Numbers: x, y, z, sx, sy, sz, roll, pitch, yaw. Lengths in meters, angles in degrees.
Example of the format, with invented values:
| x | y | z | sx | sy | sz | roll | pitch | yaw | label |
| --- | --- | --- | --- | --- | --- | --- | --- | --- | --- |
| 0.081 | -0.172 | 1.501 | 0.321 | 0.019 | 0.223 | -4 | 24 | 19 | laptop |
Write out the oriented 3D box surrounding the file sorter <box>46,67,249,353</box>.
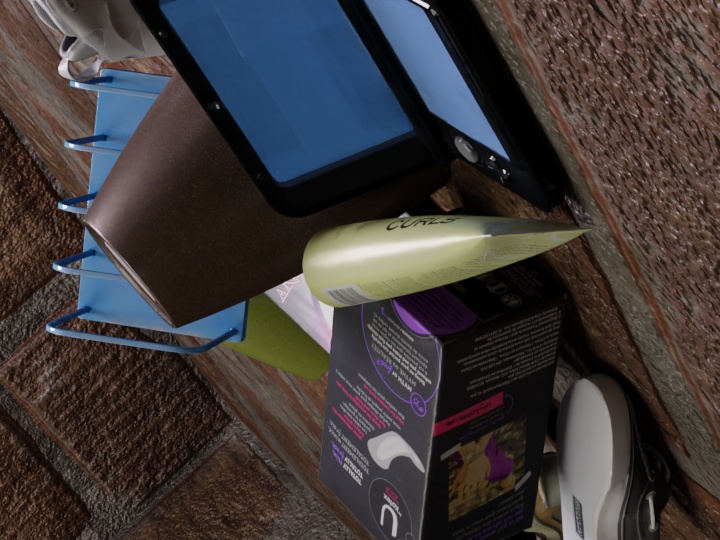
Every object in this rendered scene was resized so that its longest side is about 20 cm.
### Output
| x | y | z | sx | sy | sz | roll | pitch | yaw | label |
| --- | --- | --- | --- | --- | --- | --- | --- | --- | --- |
| -0.158 | -0.046 | 1.595 | 0.137 | 0.202 | 0.123 | 8 | -172 | 9 | file sorter |

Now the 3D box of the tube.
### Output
| x | y | z | sx | sy | sz | roll | pitch | yaw | label |
| --- | --- | --- | --- | --- | --- | --- | --- | --- | --- |
| 0.043 | -0.012 | 1.221 | 0.052 | 0.058 | 0.199 | 49 | 150 | -21 | tube |

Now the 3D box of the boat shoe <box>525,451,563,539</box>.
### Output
| x | y | z | sx | sy | sz | roll | pitch | yaw | label |
| --- | --- | --- | --- | --- | --- | --- | --- | --- | --- |
| 0.164 | 0.168 | 1.570 | 0.200 | 0.076 | 0.072 | 12 | -115 | -73 | boat shoe |

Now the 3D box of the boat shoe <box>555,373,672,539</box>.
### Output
| x | y | z | sx | sy | sz | roll | pitch | yaw | label |
| --- | --- | --- | --- | --- | --- | --- | --- | --- | --- |
| 0.180 | 0.146 | 1.422 | 0.072 | 0.067 | 0.201 | 49 | 152 | 49 | boat shoe |

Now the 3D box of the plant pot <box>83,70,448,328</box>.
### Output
| x | y | z | sx | sy | sz | roll | pitch | yaw | label |
| --- | --- | --- | --- | --- | --- | --- | --- | --- | --- |
| -0.077 | -0.063 | 1.356 | 0.187 | 0.200 | 0.187 | 47 | 170 | 11 | plant pot |

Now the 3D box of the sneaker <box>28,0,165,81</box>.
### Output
| x | y | z | sx | sy | sz | roll | pitch | yaw | label |
| --- | --- | --- | --- | --- | --- | --- | --- | --- | --- |
| -0.154 | -0.213 | 1.256 | 0.075 | 0.114 | 0.201 | 32 | 140 | 57 | sneaker |

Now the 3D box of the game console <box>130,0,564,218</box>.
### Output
| x | y | z | sx | sy | sz | roll | pitch | yaw | label |
| --- | --- | --- | --- | --- | --- | --- | --- | --- | --- |
| -0.007 | -0.098 | 1.147 | 0.176 | 0.116 | 0.200 | 38 | 166 | 51 | game console |

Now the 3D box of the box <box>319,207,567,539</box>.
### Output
| x | y | z | sx | sy | sz | roll | pitch | yaw | label |
| --- | --- | --- | --- | --- | --- | --- | --- | --- | --- |
| 0.052 | 0.081 | 1.381 | 0.122 | 0.105 | 0.201 | 43 | 139 | 40 | box |

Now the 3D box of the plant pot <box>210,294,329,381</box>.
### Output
| x | y | z | sx | sy | sz | roll | pitch | yaw | label |
| --- | --- | --- | --- | --- | --- | --- | --- | --- | --- |
| -0.086 | -0.005 | 1.759 | 0.200 | 0.187 | 0.187 | 40 | 171 | -5 | plant pot |

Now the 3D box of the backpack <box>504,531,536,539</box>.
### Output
| x | y | z | sx | sy | sz | roll | pitch | yaw | label |
| --- | --- | --- | --- | --- | --- | --- | --- | --- | --- |
| 0.083 | 0.201 | 1.631 | 0.167 | 0.126 | 0.202 | 29 | -131 | -69 | backpack |

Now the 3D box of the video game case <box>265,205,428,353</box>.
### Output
| x | y | z | sx | sy | sz | roll | pitch | yaw | label |
| --- | --- | --- | --- | --- | --- | --- | --- | --- | --- |
| 0.000 | 0.000 | 1.490 | 0.200 | 0.019 | 0.143 | 42 | 127 | 12 | video game case |
